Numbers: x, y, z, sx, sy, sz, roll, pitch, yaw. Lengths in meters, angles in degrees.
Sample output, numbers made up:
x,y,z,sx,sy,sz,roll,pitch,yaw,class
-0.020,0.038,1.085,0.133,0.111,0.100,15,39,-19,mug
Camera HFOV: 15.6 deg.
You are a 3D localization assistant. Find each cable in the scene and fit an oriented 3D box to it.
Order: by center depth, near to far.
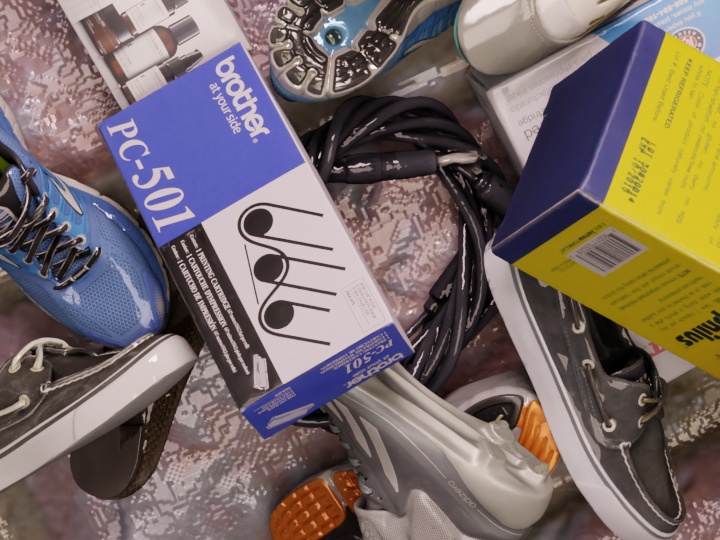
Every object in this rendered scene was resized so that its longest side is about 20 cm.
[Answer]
x,y,z,sx,sy,sz,roll,pitch,yaw,class
0.000,0.000,1.471,0.200,0.051,0.163,-44,117,-4,cable

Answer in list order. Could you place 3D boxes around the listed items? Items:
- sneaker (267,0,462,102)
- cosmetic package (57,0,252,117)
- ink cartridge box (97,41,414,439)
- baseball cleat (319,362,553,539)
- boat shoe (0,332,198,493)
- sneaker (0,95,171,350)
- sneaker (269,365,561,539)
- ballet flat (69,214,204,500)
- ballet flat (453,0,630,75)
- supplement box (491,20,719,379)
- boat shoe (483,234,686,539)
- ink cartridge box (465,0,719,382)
x,y,z,sx,sy,sz,roll,pitch,yaw,class
0.022,-0.160,1.451,0.200,0.090,0.078,-34,89,-18,sneaker
-0.143,-0.190,1.436,0.082,0.051,0.200,-30,104,0,cosmetic package
-0.058,-0.018,1.395,0.094,0.044,0.200,-30,60,3,ink cartridge box
0.005,0.093,1.430,0.200,0.070,0.107,36,116,5,baseball cleat
-0.177,0.074,1.450,0.200,0.071,0.064,-30,88,29,boat shoe
-0.188,-0.026,1.438,0.200,0.089,0.079,43,104,-8,sneaker
0.040,0.116,1.516,0.200,0.092,0.076,-27,100,24,sneaker
-0.113,0.037,1.496,0.067,0.046,0.200,20,95,21,ballet flat
0.131,-0.170,1.417,0.200,0.064,0.067,-38,114,-34,ballet flat
0.189,-0.023,1.374,0.200,0.110,0.109,29,65,-12,supplement box
0.134,0.062,1.437,0.057,0.069,0.200,-21,103,32,boat shoe
0.171,-0.055,1.484,0.145,0.084,0.200,-28,104,0,ink cartridge box
